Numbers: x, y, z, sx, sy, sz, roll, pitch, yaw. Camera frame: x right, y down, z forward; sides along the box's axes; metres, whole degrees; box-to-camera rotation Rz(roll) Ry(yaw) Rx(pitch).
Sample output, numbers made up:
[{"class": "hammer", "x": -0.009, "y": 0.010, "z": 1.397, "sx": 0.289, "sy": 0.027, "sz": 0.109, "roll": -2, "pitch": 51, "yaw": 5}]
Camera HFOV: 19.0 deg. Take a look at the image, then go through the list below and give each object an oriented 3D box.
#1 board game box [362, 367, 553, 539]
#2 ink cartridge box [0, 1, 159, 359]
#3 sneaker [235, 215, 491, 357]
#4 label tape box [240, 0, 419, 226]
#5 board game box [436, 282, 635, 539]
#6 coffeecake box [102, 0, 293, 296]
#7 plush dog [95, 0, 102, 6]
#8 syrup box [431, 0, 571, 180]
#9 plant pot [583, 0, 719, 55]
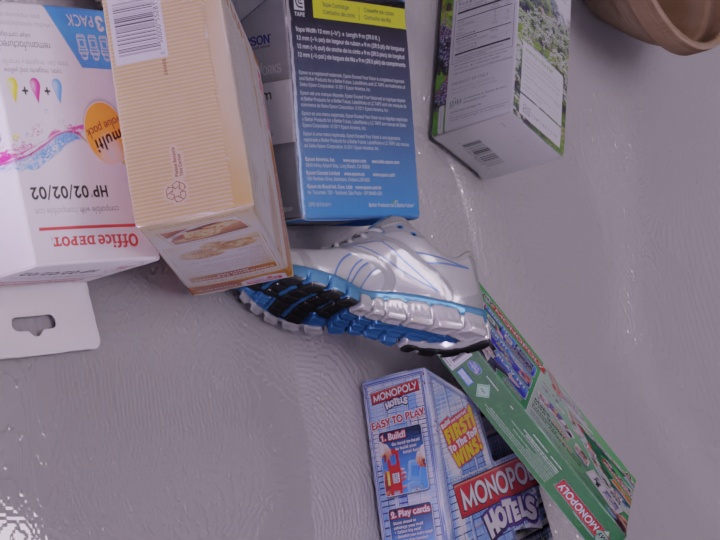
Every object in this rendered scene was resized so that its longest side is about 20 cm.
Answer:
[{"class": "board game box", "x": 0.078, "y": 0.163, "z": 1.579, "sx": 0.200, "sy": 0.061, "sz": 0.201, "roll": -15, "pitch": 90, "yaw": -55}, {"class": "ink cartridge box", "x": -0.189, "y": -0.053, "z": 1.287, "sx": 0.115, "sy": 0.068, "sz": 0.201, "roll": -5, "pitch": 82, "yaw": -55}, {"class": "sneaker", "x": 0.000, "y": 0.000, "z": 1.497, "sx": 0.199, "sy": 0.075, "sz": 0.087, "roll": 14, "pitch": 64, "yaw": -30}, {"class": "label tape box", "x": -0.028, "y": -0.132, "z": 1.525, "sx": 0.143, "sy": 0.066, "sz": 0.201, "roll": -2, "pitch": 86, "yaw": -54}, {"class": "board game box", "x": 0.132, "y": 0.108, "z": 1.615, "sx": 0.200, "sy": 0.029, "sz": 0.135, "roll": 51, "pitch": 15, "yaw": -3}, {"class": "coffeecake box", "x": -0.098, "y": -0.083, "z": 1.337, "sx": 0.200, "sy": 0.073, "sz": 0.154, "roll": 67, "pitch": 12, "yaw": -77}, {"class": "plush dog", "x": -0.122, "y": -0.241, "z": 1.411, "sx": 0.200, "sy": 0.160, "sz": 0.173, "roll": 29, "pitch": 78, "yaw": -45}, {"class": "syrup box", "x": 0.117, "y": -0.185, "z": 1.755, "sx": 0.079, "sy": 0.081, "sz": 0.201, "roll": 35, "pitch": 50, "yaw": -44}, {"class": "plant pot", "x": 0.255, "y": -0.287, "z": 1.979, "sx": 0.200, "sy": 0.092, "sz": 0.202, "roll": 24, "pitch": 59, "yaw": -47}]
